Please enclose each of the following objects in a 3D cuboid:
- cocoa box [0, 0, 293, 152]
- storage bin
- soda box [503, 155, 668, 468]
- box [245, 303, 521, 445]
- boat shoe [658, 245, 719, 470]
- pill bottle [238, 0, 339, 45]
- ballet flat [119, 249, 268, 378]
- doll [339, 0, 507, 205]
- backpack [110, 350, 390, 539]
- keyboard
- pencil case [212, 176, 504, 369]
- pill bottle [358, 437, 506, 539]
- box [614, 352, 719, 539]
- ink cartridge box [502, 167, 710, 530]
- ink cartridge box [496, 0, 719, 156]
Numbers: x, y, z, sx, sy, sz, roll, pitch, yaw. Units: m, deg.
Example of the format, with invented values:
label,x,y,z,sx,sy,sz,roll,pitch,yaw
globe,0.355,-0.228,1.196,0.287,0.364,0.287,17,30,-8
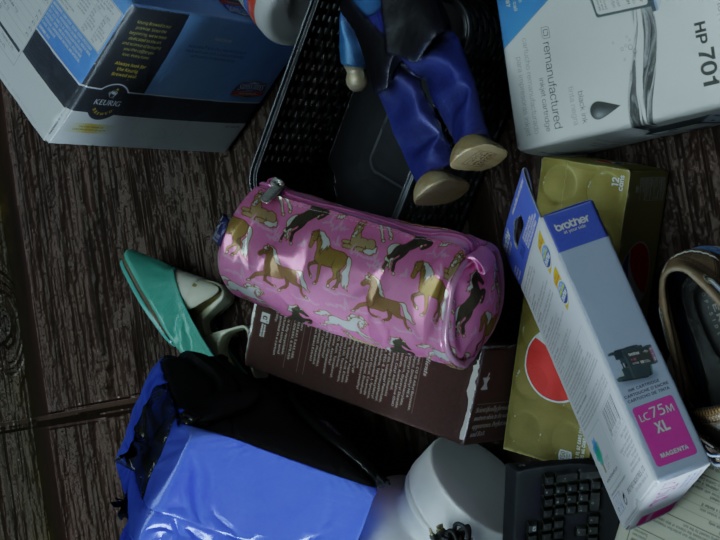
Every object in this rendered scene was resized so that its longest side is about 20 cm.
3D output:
label,x,y,z,sx,sy,sz,roll,pitch,yaw
cocoa box,-0.167,-0.183,1.138,0.134,0.199,0.132,51,118,24
storage bin,0.021,-0.114,1.070,0.135,0.093,0.202,32,112,30
soda box,0.150,0.027,1.000,0.067,0.064,0.202,12,99,34
box,0.025,0.060,1.070,0.199,0.100,0.076,15,97,36
boat shoe,0.216,0.084,0.851,0.072,0.072,0.201,-33,75,31
pill bottle,-0.077,-0.275,1.121,0.112,0.112,0.201,-48,65,28
ballet flat,-0.121,0.053,1.211,0.070,0.067,0.201,-34,72,9
doll,0.033,-0.149,0.972,0.136,0.048,0.201,-42,62,40
backpack,-0.102,0.152,1.063,0.169,0.162,0.200,-60,20,8
keyboard,0.108,0.216,0.992,0.126,0.021,0.202,-3,113,-5
pencil case,0.000,0.000,0.988,0.199,0.087,0.083,17,66,31
pill bottle,0.030,0.218,1.064,0.120,0.119,0.200,50,119,23
box,0.235,0.102,0.932,0.094,0.077,0.202,24,106,32
ink cartridge box,0.141,0.044,0.892,0.042,0.120,0.201,-21,70,-8
ink cartridge box,0.193,-0.163,0.946,0.199,0.086,0.148,-11,86,38
